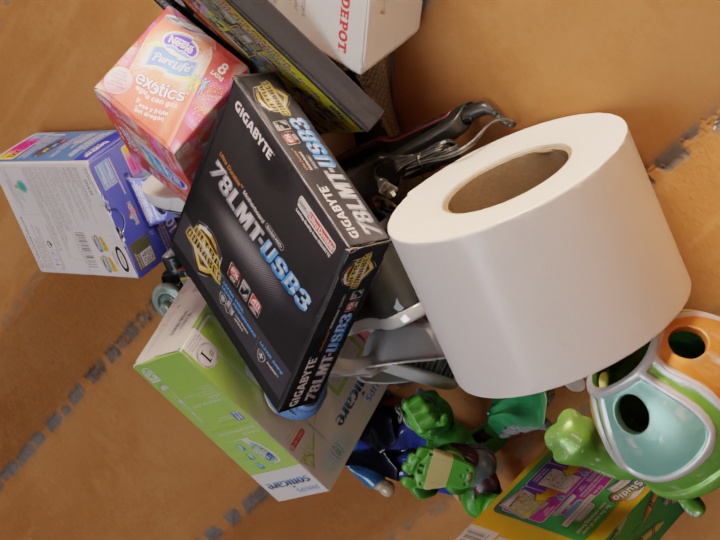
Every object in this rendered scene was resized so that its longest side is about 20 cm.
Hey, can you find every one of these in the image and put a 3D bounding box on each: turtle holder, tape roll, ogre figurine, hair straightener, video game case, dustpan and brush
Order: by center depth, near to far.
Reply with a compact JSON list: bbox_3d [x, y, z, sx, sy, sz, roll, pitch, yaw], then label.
[{"bbox_3d":[0.138,-0.013,1.498,0.202,0.202,0.140,-6,116,48],"label":"tape roll"},{"bbox_3d":[0.239,0.100,1.530,0.131,0.142,0.185,34,163,-21],"label":"turtle holder"},{"bbox_3d":[0.039,-0.083,1.613,0.199,0.077,0.041,-20,129,25],"label":"hair straightener"},{"bbox_3d":[-0.086,-0.187,1.621,0.200,0.026,0.181,43,169,-16],"label":"video game case"},{"bbox_3d":[0.027,0.079,1.705,0.139,0.199,0.058,-22,59,52],"label":"dustpan and brush"},{"bbox_3d":[0.092,0.183,1.748,0.200,0.120,0.098,38,102,-12],"label":"ogre figurine"}]

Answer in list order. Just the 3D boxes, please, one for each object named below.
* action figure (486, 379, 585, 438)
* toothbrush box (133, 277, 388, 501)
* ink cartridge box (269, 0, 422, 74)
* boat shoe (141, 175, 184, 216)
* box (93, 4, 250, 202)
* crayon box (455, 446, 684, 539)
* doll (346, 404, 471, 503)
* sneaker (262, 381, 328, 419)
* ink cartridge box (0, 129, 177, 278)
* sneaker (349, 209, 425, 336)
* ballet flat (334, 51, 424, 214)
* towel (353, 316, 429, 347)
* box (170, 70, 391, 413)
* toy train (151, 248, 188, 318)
[{"bbox_3d":[0.148,0.100,1.682,0.054,0.119,0.200,19,160,-7],"label":"action figure"},{"bbox_3d":[-0.086,0.091,1.794,0.200,0.146,0.086,46,144,-21],"label":"toothbrush box"},{"bbox_3d":[-0.044,-0.272,1.565,0.199,0.084,0.147,32,140,24],"label":"ink cartridge box"},{"bbox_3d":[-0.122,-0.057,1.846,0.199,0.072,0.068,6,126,33],"label":"boat shoe"},{"bbox_3d":[-0.150,-0.135,1.712,0.094,0.103,0.200,38,170,12],"label":"box"},{"bbox_3d":[0.176,0.219,1.654,0.118,0.200,0.059,15,131,38],"label":"crayon box"},{"bbox_3d":[0.026,0.162,1.889,0.199,0.048,0.138,10,117,39],"label":"doll"},{"bbox_3d":[-0.064,0.030,1.713,0.078,0.065,0.202,149,111,-73],"label":"sneaker"},{"bbox_3d":[-0.267,-0.068,1.978,0.199,0.076,0.137,4,124,46],"label":"ink cartridge box"},{"bbox_3d":[0.000,0.000,1.686,0.100,0.070,0.200,64,159,-5],"label":"sneaker"},{"bbox_3d":[0.012,-0.118,1.669,0.067,0.046,0.201,18,132,37],"label":"ballet flat"},{"bbox_3d":[0.002,0.025,1.795,0.146,0.030,0.200,42,146,-14],"label":"towel"},{"bbox_3d":[-0.070,-0.023,1.595,0.201,0.049,0.199,56,141,29],"label":"box"},{"bbox_3d":[-0.126,0.061,1.943,0.113,0.085,0.201,-10,112,36],"label":"toy train"}]
